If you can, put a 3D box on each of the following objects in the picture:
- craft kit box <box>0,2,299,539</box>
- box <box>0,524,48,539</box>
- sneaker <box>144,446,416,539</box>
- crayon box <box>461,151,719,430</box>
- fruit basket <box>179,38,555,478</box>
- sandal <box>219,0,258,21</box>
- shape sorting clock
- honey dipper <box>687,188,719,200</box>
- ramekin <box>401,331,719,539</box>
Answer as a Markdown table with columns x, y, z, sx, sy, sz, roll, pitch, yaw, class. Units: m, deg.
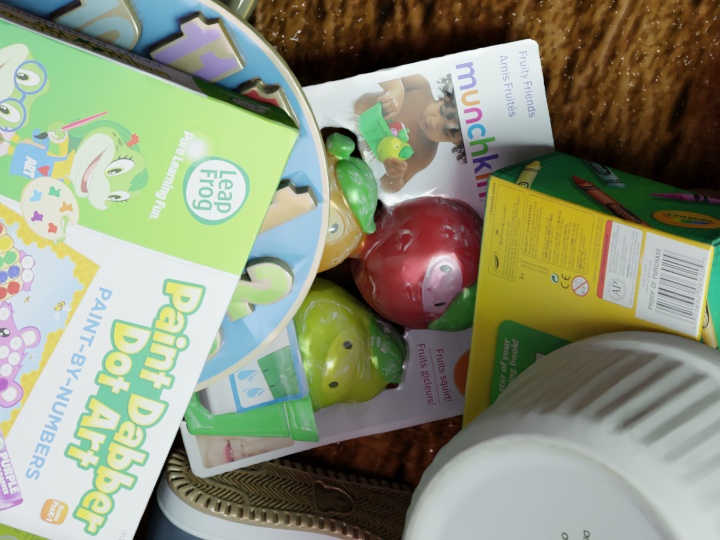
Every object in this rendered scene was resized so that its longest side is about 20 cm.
| x | y | z | sx | sy | sz | roll | pitch | yaw | class |
| --- | --- | --- | --- | --- | --- | --- | --- | --- | --- |
| -0.152 | -0.004 | 0.964 | 0.197 | 0.049 | 0.200 | 19 | 100 | -18 | craft kit box |
| -0.133 | 0.160 | 1.118 | 0.048 | 0.122 | 0.200 | -47 | 146 | -15 | box |
| -0.018 | 0.161 | 1.199 | 0.200 | 0.070 | 0.109 | 18 | 120 | -11 | sneaker |
| 0.110 | 0.060 | 1.071 | 0.119 | 0.058 | 0.200 | 20 | 114 | 35 | crayon box |
| 0.000 | 0.000 | 1.106 | 0.200 | 0.094 | 0.185 | -10 | 116 | 2 | fruit basket |
| -0.105 | -0.108 | 1.044 | 0.080 | 0.054 | 0.200 | 36 | 97 | 19 | sandal |
| -0.112 | -0.033 | 1.019 | 0.200 | 0.039 | 0.200 | 0 | 109 | 0 | shape sorting clock |
| 0.154 | 0.056 | 1.162 | 0.038 | 0.038 | 0.200 | 6 | 119 | -2 | honey dipper |
| 0.105 | 0.132 | 0.993 | 0.202 | 0.094 | 0.203 | 12 | 109 | 37 | ramekin |
